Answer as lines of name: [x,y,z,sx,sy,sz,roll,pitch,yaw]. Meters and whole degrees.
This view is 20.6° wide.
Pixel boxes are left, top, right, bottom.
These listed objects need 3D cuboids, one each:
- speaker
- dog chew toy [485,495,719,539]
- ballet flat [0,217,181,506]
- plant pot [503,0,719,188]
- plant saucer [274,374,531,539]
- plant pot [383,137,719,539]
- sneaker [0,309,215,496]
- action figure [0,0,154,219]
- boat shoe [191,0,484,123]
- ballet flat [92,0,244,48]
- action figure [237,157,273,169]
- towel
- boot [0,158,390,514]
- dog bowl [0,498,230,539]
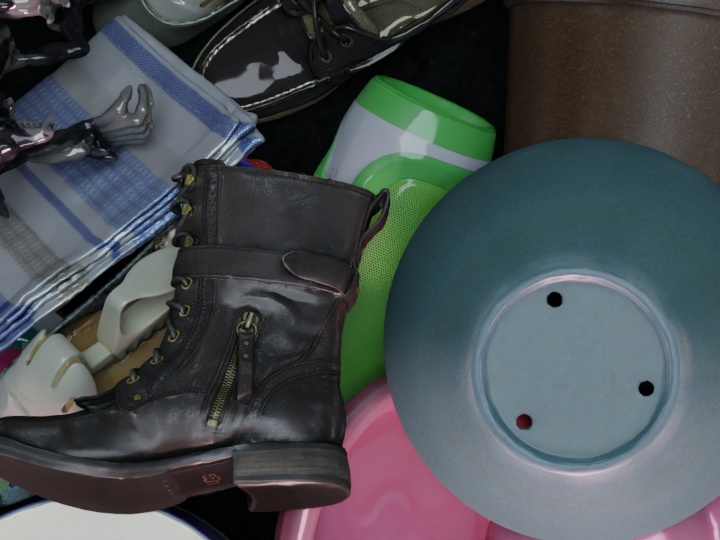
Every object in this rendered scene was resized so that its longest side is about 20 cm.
speaker: [0.000,0.000,1.069,0.088,0.088,0.200,24,101,2]
dog chew toy: [0.157,0.142,1.045,0.200,0.125,0.125,-9,84,-15]
ballet flat: [-0.135,0.039,1.024,0.074,0.074,0.200,45,71,4]
plant pot: [0.158,-0.082,1.058,0.200,0.200,0.199,8,92,0]
plant saucer: [0.026,0.147,1.049,0.200,0.051,0.201,-4,96,-41]
plant pot: [0.101,0.038,0.919,0.200,0.135,0.200,1,94,9]
sneaker: [-0.175,0.090,1.078,0.200,0.084,0.121,35,79,11]
action figure: [-0.168,-0.109,1.012,0.102,0.119,0.200,-8,46,19]
boat shoe: [-0.008,-0.148,1.117,0.200,0.065,0.073,-31,86,-3]
ballet flat: [-0.068,-0.186,1.106,0.200,0.064,0.067,-30,96,6]
action figure: [-0.113,-0.048,1.088,0.200,0.099,0.065,2,67,-3]
towel: [-0.164,-0.047,1.055,0.200,0.024,0.147,-40,50,-10]
boot: [-0.086,0.028,0.977,0.200,0.069,0.174,2,69,-4]
dog bowl: [-0.135,0.213,1.006,0.200,0.079,0.200,0,83,1]
